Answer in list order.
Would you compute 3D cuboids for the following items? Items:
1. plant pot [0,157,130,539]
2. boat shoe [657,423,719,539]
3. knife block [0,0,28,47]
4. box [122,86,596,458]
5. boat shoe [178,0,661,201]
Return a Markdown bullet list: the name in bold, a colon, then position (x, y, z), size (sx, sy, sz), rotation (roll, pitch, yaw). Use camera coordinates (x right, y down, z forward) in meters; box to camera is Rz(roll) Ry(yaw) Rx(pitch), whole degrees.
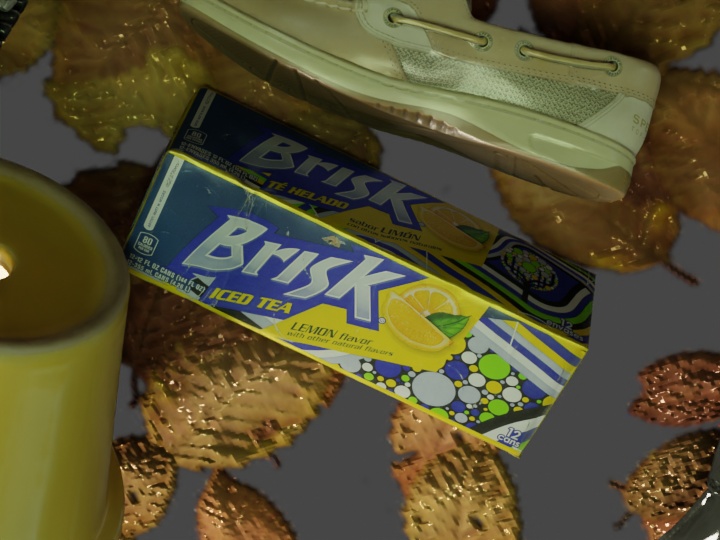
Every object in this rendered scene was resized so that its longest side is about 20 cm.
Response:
- **plant pot**: position (-0.185, 0.060, 0.815), size (0.200, 0.201, 0.189), rotation (23, 124, -4)
- **boat shoe**: position (0.195, 0.080, 0.848), size (0.063, 0.073, 0.202), rotation (54, 133, 19)
- **knife block**: position (-0.232, -0.128, 0.776), size (0.199, 0.064, 0.176), rotation (18, 134, -1)
- **box**: position (0.000, 0.000, 0.831), size (0.199, 0.064, 0.070), rotation (25, 122, -6)
- **boat shoe**: position (0.025, -0.091, 0.778), size (0.199, 0.072, 0.065), rotation (20, 86, 3)
